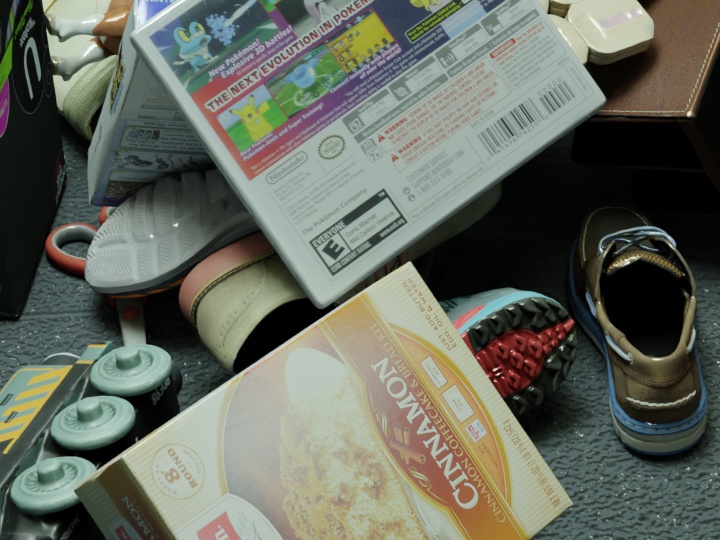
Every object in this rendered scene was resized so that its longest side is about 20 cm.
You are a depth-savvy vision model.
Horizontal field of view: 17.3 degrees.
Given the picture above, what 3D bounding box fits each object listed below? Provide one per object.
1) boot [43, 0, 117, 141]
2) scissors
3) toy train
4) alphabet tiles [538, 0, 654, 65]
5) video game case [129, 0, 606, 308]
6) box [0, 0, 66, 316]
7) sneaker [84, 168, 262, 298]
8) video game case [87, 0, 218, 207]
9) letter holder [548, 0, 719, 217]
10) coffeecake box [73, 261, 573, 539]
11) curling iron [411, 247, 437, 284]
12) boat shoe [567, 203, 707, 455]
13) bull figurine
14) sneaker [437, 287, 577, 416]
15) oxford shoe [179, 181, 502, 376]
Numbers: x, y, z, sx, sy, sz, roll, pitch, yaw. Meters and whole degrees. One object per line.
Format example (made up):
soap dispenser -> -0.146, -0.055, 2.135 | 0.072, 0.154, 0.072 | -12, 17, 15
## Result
boot -> -0.155, -0.168, 1.622 | 0.200, 0.072, 0.154 | -36, 48, -27
scissors -> -0.134, 0.018, 1.429 | 0.073, 0.014, 0.200 | -15, 38, -18
toy train -> -0.167, 0.106, 1.264 | 0.113, 0.086, 0.200 | 1, 31, 20
alphabet tiles -> 0.081, -0.191, 1.383 | 0.195, 0.015, 0.200 | -22, 62, -27
video game case -> 0.005, -0.109, 1.294 | 0.200, 0.023, 0.183 | -35, 90, -9
box -> -0.261, -0.095, 1.432 | 0.123, 0.201, 0.149 | 3, 38, 7
sneaker -> -0.061, -0.010, 1.408 | 0.199, 0.112, 0.078 | -19, 49, 25
video game case -> -0.051, -0.094, 1.399 | 0.199, 0.181, 0.046 | 2, 62, -15
letter holder -> 0.187, -0.144, 1.448 | 0.141, 0.101, 0.201 | 4, 58, 34
coffeecake box -> -0.017, 0.114, 1.187 | 0.200, 0.073, 0.154 | -34, 89, -32
curling iron -> 0.042, -0.032, 1.431 | 0.025, 0.050, 0.200 | 32, 28, -5
boat shoe -> 0.165, 0.015, 1.362 | 0.072, 0.073, 0.200 | -7, 38, -4
bull figurine -> -0.132, -0.133, 1.508 | 0.121, 0.065, 0.201 | -23, 85, -19
sneaker -> 0.020, 0.066, 1.327 | 0.199, 0.080, 0.095 | -18, 16, -14
oxford shoe -> 0.000, 0.000, 1.329 | 0.199, 0.071, 0.075 | -29, 48, -2
